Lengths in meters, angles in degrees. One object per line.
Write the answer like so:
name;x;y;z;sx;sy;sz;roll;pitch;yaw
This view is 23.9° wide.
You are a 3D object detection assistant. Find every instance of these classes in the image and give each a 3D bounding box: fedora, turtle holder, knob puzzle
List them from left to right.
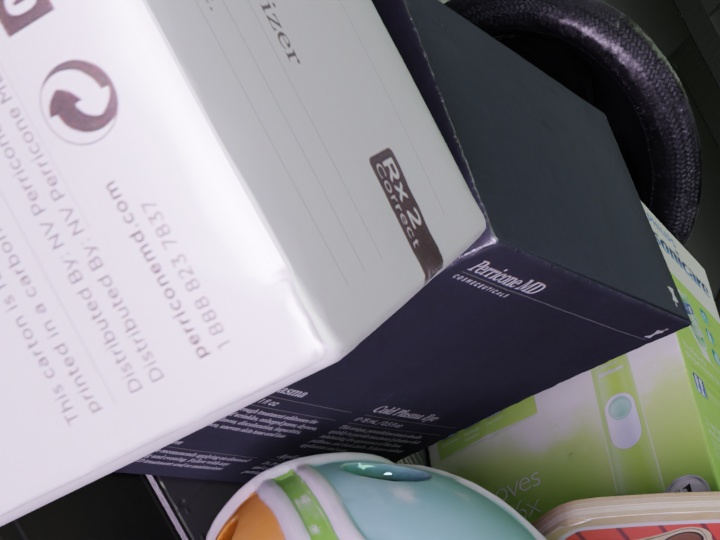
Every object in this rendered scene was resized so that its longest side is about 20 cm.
turtle holder;0.024;0.129;0.592;0.132;0.185;0.141;58;-28;35
fedora;0.108;-0.077;0.946;0.201;0.200;0.092;56;37;-16
knob puzzle;0.127;0.153;0.737;0.220;0.219;0.031;40;33;-44

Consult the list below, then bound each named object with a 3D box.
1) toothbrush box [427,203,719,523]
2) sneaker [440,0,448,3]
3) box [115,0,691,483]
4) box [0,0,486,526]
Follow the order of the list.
toothbrush box;0.115;0.087;0.855;0.086;0.145;0.200;40;32;-42
sneaker;0.031;-0.108;1.008;0.086;0.080;0.200;-42;106;-43
box;0.000;0.000;0.651;0.200;0.182;0.104;19;49;-60
box;-0.109;-0.041;0.435;0.199;0.200;0.131;61;23;-4
